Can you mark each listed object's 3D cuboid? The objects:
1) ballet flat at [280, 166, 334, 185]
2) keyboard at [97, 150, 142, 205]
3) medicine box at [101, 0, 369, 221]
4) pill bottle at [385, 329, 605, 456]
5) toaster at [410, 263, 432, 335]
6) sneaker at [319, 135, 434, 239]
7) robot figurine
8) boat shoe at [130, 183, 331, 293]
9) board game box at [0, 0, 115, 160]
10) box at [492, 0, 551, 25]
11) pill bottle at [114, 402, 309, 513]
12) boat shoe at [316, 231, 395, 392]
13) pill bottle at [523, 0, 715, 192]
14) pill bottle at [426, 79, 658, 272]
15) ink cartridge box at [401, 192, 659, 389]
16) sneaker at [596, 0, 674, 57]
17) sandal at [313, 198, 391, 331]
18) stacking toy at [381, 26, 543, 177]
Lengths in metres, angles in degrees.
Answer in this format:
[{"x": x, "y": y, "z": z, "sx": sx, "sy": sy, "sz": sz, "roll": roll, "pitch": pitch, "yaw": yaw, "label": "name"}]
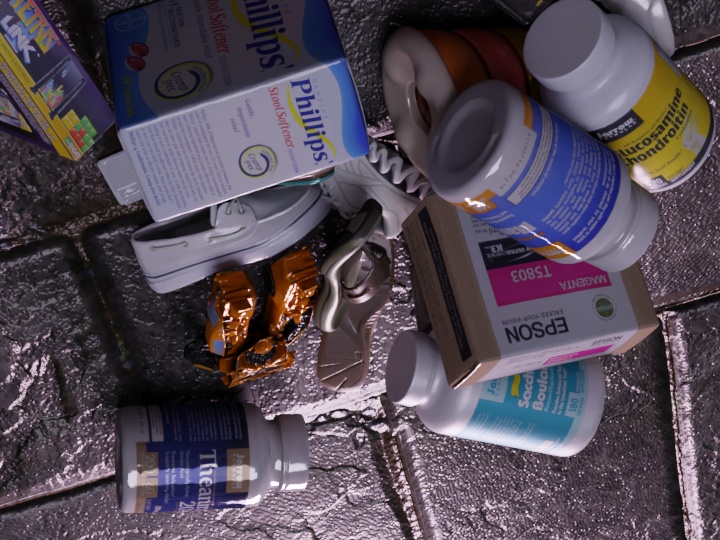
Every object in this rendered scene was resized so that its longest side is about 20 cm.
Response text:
[{"x": -0.112, "y": -0.110, "z": 1.480, "sx": 0.198, "sy": 0.068, "sz": 0.068, "roll": -6, "pitch": 113, "yaw": 26, "label": "ballet flat"}, {"x": -0.149, "y": -0.120, "z": 1.535, "sx": 0.198, "sy": 0.011, "sz": 0.057, "roll": -22, "pitch": 124, "yaw": 4, "label": "keyboard"}, {"x": -0.109, "y": -0.161, "z": 1.398, "sx": 0.198, "sy": 0.183, "sz": 0.104, "roll": -18, "pitch": 130, "yaw": 0, "label": "medicine box"}, {"x": 0.126, "y": 0.109, "z": 1.548, "sx": 0.198, "sy": 0.111, "sz": 0.112, "roll": 12, "pitch": 124, "yaw": -23, "label": "pill bottle"}, {"x": 0.139, "y": 0.014, "z": 1.632, "sx": 0.199, "sy": 0.130, "sz": 0.114, "roll": -35, "pitch": 128, "yaw": 15, "label": "toaster"}, {"x": -0.016, "y": -0.099, "z": 1.525, "sx": 0.199, "sy": 0.075, "sz": 0.081, "roll": 32, "pitch": 96, "yaw": -29, "label": "sneaker"}, {"x": -0.102, "y": 0.053, "z": 1.606, "sx": 0.143, "sy": 0.059, "sz": 0.201, "roll": -18, "pitch": 155, "yaw": -18, "label": "robot figurine"}, {"x": -0.126, "y": -0.045, "z": 1.555, "sx": 0.198, "sy": 0.074, "sz": 0.067, "roll": -27, "pitch": 123, "yaw": 1, "label": "boat shoe"}, {"x": -0.309, "y": -0.196, "z": 1.334, "sx": 0.057, "sy": 0.164, "sz": 0.201, "roll": -48, "pitch": 133, "yaw": -21, "label": "board game box"}, {"x": 0.147, "y": -0.328, "z": 1.362, "sx": 0.159, "sy": 0.050, "sz": 0.200, "roll": 31, "pitch": 118, "yaw": -28, "label": "box"}, {"x": -0.158, "y": 0.197, "z": 1.713, "sx": 0.197, "sy": 0.112, "sz": 0.112, "roll": -1, "pitch": 128, "yaw": -13, "label": "pill bottle"}, {"x": -0.008, "y": 0.029, "z": 1.659, "sx": 0.072, "sy": 0.063, "sz": 0.202, "roll": 13, "pitch": 122, "yaw": -3, "label": "boat shoe"}, {"x": 0.230, "y": -0.160, "z": 1.456, "sx": 0.112, "sy": 0.113, "sz": 0.199, "roll": -39, "pitch": 137, "yaw": 17, "label": "pill bottle"}, {"x": 0.163, "y": -0.074, "z": 1.403, "sx": 0.199, "sy": 0.113, "sz": 0.112, "roll": 28, "pitch": 117, "yaw": -31, "label": "pill bottle"}, {"x": 0.157, "y": 0.004, "z": 1.493, "sx": 0.198, "sy": 0.167, "sz": 0.075, "roll": -10, "pitch": 162, "yaw": -25, "label": "ink cartridge box"}, {"x": 0.221, "y": -0.270, "z": 1.474, "sx": 0.088, "sy": 0.076, "sz": 0.201, "roll": -25, "pitch": 119, "yaw": 11, "label": "sneaker"}, {"x": 0.000, "y": 0.000, "z": 1.526, "sx": 0.057, "sy": 0.080, "sz": 0.202, "roll": 30, "pitch": 153, "yaw": 8, "label": "sandal"}, {"x": 0.130, "y": -0.177, "z": 1.499, "sx": 0.198, "sy": 0.146, "sz": 0.147, "roll": -20, "pitch": 132, "yaw": -17, "label": "stacking toy"}]
